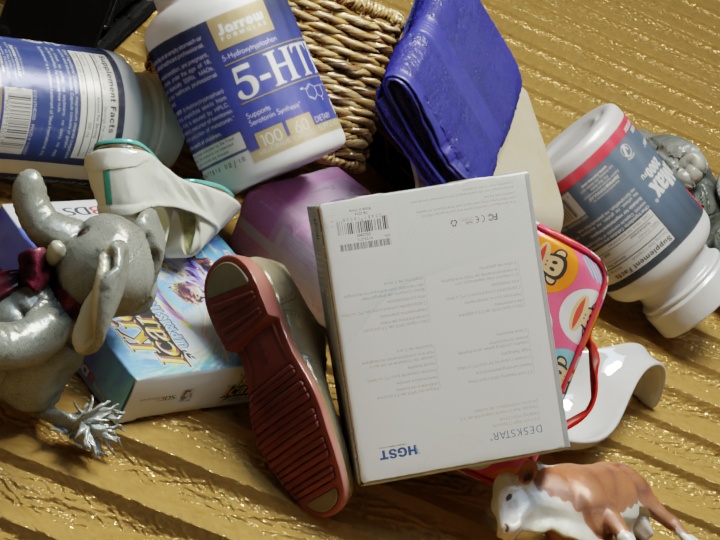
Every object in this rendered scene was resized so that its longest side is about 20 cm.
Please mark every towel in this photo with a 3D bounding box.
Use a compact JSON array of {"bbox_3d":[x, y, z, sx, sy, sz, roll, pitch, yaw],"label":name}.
[{"bbox_3d":[0.074,-0.154,1.688,0.148,0.049,0.200,57,33,-26],"label":"towel"}]

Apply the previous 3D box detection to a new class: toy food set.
[{"bbox_3d":[0.089,-0.101,1.757,0.143,0.061,0.201,9,45,-23],"label":"toy food set"}]

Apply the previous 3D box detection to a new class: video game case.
[{"bbox_3d":[-0.156,0.022,1.494,0.181,0.046,0.200,-6,44,-44],"label":"video game case"}]

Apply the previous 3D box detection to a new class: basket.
[{"bbox_3d":[-0.082,-0.182,1.733,0.199,0.150,0.143,14,2,-22],"label":"basket"}]

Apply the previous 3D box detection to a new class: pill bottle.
[{"bbox_3d":[-0.102,-0.169,1.581,0.120,0.119,0.201,-27,94,-56],"label":"pill bottle"},{"bbox_3d":[-0.243,-0.125,1.585,0.199,0.111,0.111,3,37,-37],"label":"pill bottle"},{"bbox_3d":[0.250,-0.042,1.825,0.200,0.119,0.120,48,28,-9],"label":"pill bottle"}]

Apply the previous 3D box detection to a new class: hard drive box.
[{"bbox_3d":[0.054,0.039,1.421,0.155,0.201,0.077,-8,2,-7],"label":"hard drive box"}]

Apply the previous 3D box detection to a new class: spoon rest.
[{"bbox_3d":[0.193,0.098,1.654,0.099,0.061,0.200,43,31,25],"label":"spoon rest"}]

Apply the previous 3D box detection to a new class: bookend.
[{"bbox_3d":[-0.225,-0.307,1.798,0.092,0.199,0.200,26,28,2],"label":"bookend"}]

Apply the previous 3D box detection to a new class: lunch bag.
[{"bbox_3d":[0.100,0.057,1.503,0.175,0.201,0.082,26,-3,-2],"label":"lunch bag"}]

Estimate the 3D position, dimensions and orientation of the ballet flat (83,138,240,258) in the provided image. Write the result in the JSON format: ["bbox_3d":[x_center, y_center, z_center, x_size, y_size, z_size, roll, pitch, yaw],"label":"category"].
[{"bbox_3d":[-0.147,-0.042,1.473,0.069,0.070,0.200,41,4,22],"label":"ballet flat"}]

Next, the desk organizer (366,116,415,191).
[{"bbox_3d":[0.056,-0.082,1.814,0.077,0.072,0.200,-11,47,-45],"label":"desk organizer"}]

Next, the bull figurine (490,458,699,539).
[{"bbox_3d":[0.175,0.186,1.475,0.121,0.065,0.200,48,24,20],"label":"bull figurine"}]

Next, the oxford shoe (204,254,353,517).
[{"bbox_3d":[-0.041,0.077,1.428,0.075,0.070,0.201,-6,71,-51],"label":"oxford shoe"}]

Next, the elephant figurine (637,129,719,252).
[{"bbox_3d":[0.343,-0.036,1.957,0.200,0.156,0.141,34,-15,-11],"label":"elephant figurine"}]

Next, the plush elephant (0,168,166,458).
[{"bbox_3d":[-0.208,0.011,1.330,0.200,0.155,0.165,34,5,-4],"label":"plush elephant"}]

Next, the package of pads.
[{"bbox_3d":[0.000,0.000,1.631,0.200,0.076,0.120,41,35,22],"label":"package of pads"}]
